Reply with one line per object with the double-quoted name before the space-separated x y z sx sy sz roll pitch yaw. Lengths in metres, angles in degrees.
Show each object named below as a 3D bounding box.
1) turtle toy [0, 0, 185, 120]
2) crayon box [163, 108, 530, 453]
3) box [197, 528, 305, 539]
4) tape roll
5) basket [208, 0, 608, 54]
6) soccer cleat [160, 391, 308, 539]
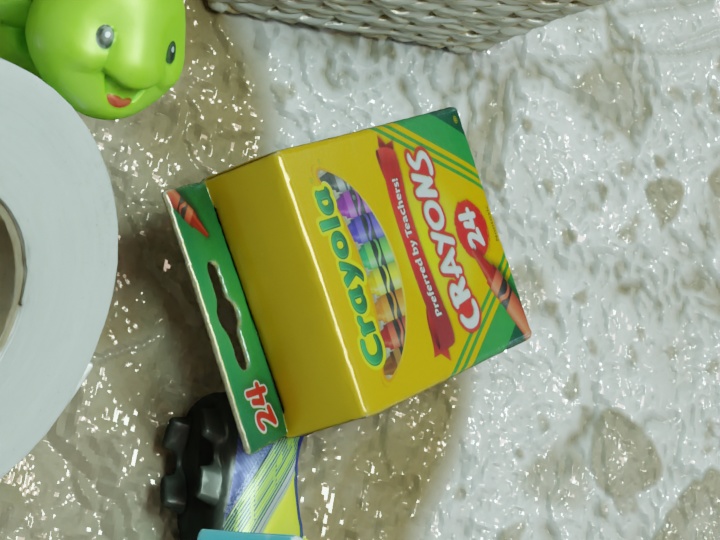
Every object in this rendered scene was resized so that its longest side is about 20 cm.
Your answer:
"turtle toy" -0.127 -0.152 0.772 0.145 0.101 0.201 7 62 -44
"crayon box" 0.000 0.000 0.865 0.200 0.051 0.128 -21 93 -55
"box" -0.012 0.182 0.813 0.200 0.049 0.083 43 54 -55
"tape roll" -0.193 0.002 0.709 0.202 0.071 0.204 -25 126 -40
"basket" 0.032 -0.231 0.912 0.197 0.160 0.201 5 79 -34
"soccer cleat" -0.052 0.156 0.837 0.083 0.065 0.202 12 74 -35
